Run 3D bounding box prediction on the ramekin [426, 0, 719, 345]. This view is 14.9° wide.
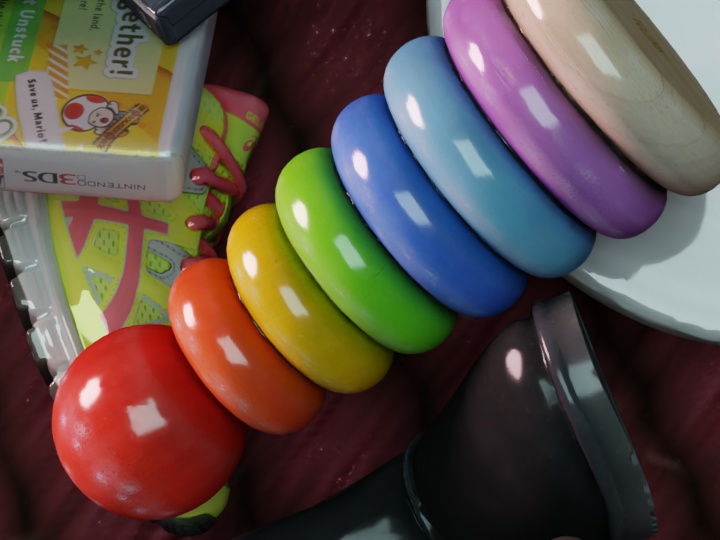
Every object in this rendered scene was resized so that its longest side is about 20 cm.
[{"bbox_3d":[0.119,-0.073,0.820,0.202,0.094,0.203,0,82,2],"label":"ramekin"}]

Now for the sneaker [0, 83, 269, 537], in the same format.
[{"bbox_3d":[-0.066,-0.020,0.828,0.090,0.078,0.200,-17,81,-4],"label":"sneaker"}]

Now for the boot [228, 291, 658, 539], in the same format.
[{"bbox_3d":[-0.021,0.083,0.768,0.200,0.165,0.066,-20,69,-1],"label":"boot"}]

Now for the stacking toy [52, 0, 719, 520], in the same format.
[{"bbox_3d":[0.000,0.000,0.741,0.200,0.085,0.085,-40,81,14],"label":"stacking toy"}]

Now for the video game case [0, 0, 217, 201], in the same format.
[{"bbox_3d":[-0.130,-0.100,0.815,0.182,0.023,0.200,4,45,3],"label":"video game case"}]

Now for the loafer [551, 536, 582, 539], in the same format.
[{"bbox_3d":[0.043,0.136,0.723,0.071,0.200,0.073,25,63,-6],"label":"loafer"}]

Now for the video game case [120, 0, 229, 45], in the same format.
[{"bbox_3d":[-0.060,-0.167,0.823,0.143,0.019,0.200,-39,56,-10],"label":"video game case"}]
